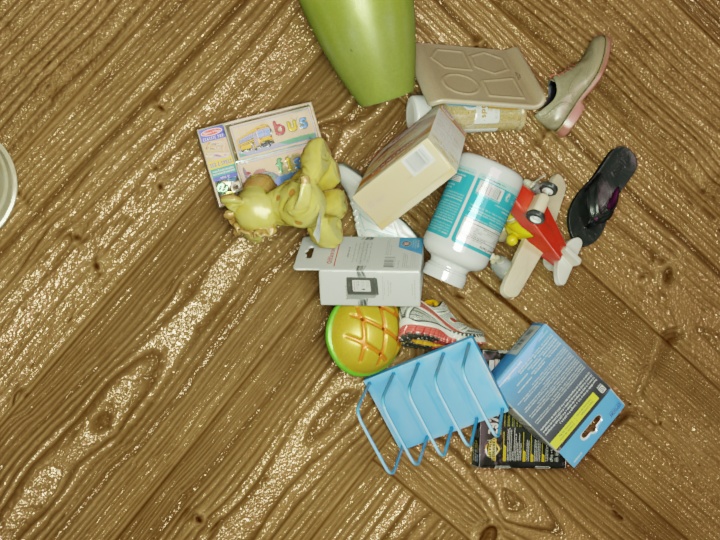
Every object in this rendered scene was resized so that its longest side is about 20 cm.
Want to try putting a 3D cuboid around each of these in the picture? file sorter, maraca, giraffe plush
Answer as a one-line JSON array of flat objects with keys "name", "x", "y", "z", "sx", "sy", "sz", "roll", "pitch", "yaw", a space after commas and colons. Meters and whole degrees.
[{"name": "file sorter", "x": 0.111, "y": 0.219, "z": 1.609, "sx": 0.199, "sy": 0.123, "sz": 0.139, "roll": -24, "pitch": 102, "yaw": 20}, {"name": "maraca", "x": 0.023, "y": 0.088, "z": 1.660, "sx": 0.200, "sy": 0.107, "sz": 0.137, "roll": -36, "pitch": 106, "yaw": -33}, {"name": "giraffe plush", "x": -0.125, "y": -0.101, "z": 1.600, "sx": 0.162, "sy": 0.200, "sz": 0.173, "roll": -6, "pitch": 119, "yaw": 17}]

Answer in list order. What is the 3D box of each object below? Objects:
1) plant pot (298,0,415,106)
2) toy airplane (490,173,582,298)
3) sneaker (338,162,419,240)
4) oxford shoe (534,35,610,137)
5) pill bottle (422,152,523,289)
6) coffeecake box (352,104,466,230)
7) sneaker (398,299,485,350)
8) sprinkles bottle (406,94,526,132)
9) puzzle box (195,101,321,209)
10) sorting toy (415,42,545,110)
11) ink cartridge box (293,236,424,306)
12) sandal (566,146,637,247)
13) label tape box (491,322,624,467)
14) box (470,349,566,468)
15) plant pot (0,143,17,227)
[{"name": "plant pot", "x": 0.016, "y": -0.377, "z": 1.648, "sx": 0.187, "sy": 0.187, "sz": 0.201, "roll": -22, "pitch": 105, "yaw": -14}, {"name": "toy airplane", "x": 0.289, "y": -0.063, "z": 1.729, "sx": 0.200, "sy": 0.141, "sz": 0.200, "roll": -12, "pitch": 102, "yaw": -50}, {"name": "sneaker", "x": 0.015, "y": -0.090, "z": 1.685, "sx": 0.080, "sy": 0.070, "sz": 0.200, "roll": -40, "pitch": 90, "yaw": 8}, {"name": "oxford shoe", "x": 0.374, "y": -0.337, "z": 1.786, "sx": 0.075, "sy": 0.070, "sz": 0.200, "roll": 29, "pitch": 80, "yaw": -5}, {"name": "pill bottle", "x": 0.168, "y": -0.076, "z": 1.597, "sx": 0.110, "sy": 0.111, "sz": 0.201, "roll": 24, "pitch": 92, "yaw": -11}, {"name": "coffeecake box", "x": 0.081, "y": -0.168, "z": 1.610, "sx": 0.153, "sy": 0.200, "sz": 0.073, "roll": -37, "pitch": 103, "yaw": 23}, {"name": "sneaker", "x": 0.138, "y": 0.088, "z": 1.669, "sx": 0.200, "sy": 0.078, "sz": 0.082, "roll": 20, "pitch": 58, "yaw": -47}, {"name": "sprinkles bottle", "x": 0.180, "y": -0.268, "z": 1.735, "sx": 0.199, "sy": 0.068, "sz": 0.069, "roll": -5, "pitch": 88, "yaw": -14}, {"name": "puzzle box", "x": -0.157, "y": -0.191, "z": 1.670, "sx": 0.199, "sy": 0.025, "sz": 0.134, "roll": -17, "pitch": 90, "yaw": -14}, {"name": "sorting toy", "x": 0.191, "y": -0.322, "z": 1.708, "sx": 0.199, "sy": 0.185, "sz": 0.037, "roll": -2, "pitch": 131, "yaw": -12}, {"name": "ink cartridge box", "x": 0.000, "y": 0.000, "z": 1.629, "sx": 0.199, "sy": 0.116, "sz": 0.067, "roll": 1, "pitch": 120, "yaw": 7}, {"name": "sandal", "x": 0.428, "y": -0.135, "z": 1.797, "sx": 0.075, "sy": 0.048, "sz": 0.201, "roll": 32, "pitch": 80, "yaw": -10}, {"name": "label tape box", "x": 0.321, "y": 0.206, "z": 1.695, "sx": 0.200, "sy": 0.066, "sz": 0.143, "roll": 44, "pitch": 80, "yaw": -10}, {"name": "box", "x": 0.273, "y": 0.236, "z": 1.739, "sx": 0.159, "sy": 0.049, "sz": 0.201, "roll": 2, "pitch": 86, "yaw": -11}, {"name": "plant pot", "x": -0.610, "y": -0.136, "z": 1.475, "sx": 0.200, "sy": 0.183, "sz": 0.201, "roll": 1, "pitch": 87, "yaw": -14}]
